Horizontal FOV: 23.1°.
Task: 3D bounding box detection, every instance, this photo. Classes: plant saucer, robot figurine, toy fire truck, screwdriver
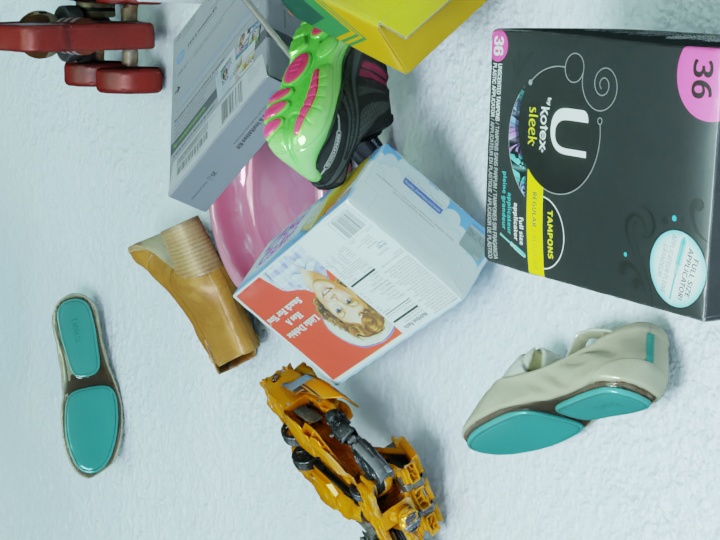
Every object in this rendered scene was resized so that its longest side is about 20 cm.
[{"bbox_3d":[-0.066,-0.071,1.509,0.200,0.051,0.202,10,102,56],"label":"plant saucer"},{"bbox_3d":[-0.005,0.152,1.406,0.200,0.058,0.145,33,150,51],"label":"robot figurine"},{"bbox_3d":[-0.292,-0.234,1.737,0.200,0.167,0.113,16,107,56],"label":"toy fire truck"},{"bbox_3d":[-0.034,-0.148,1.365,0.200,0.029,0.028,55,163,-25],"label":"screwdriver"}]

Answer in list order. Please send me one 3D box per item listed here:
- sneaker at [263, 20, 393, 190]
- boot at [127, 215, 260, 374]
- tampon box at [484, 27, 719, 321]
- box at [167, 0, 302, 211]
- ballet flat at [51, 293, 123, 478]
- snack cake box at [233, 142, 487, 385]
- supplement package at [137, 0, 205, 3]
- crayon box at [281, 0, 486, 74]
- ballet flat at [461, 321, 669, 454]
[{"bbox_3d":[-0.012,-0.141,1.331,0.076,0.200,0.084,-2,137,36],"label":"sneaker"},{"bbox_3d":[-0.154,0.028,1.652,0.145,0.071,0.201,67,164,-3],"label":"boot"},{"bbox_3d":[0.183,-0.065,1.043,0.200,0.126,0.151,16,108,56],"label":"tampon box"},{"bbox_3d":[-0.105,-0.171,1.475,0.156,0.041,0.201,-46,34,35],"label":"box"},{"bbox_3d":[-0.291,0.124,1.897,0.062,0.067,0.201,108,156,-80],"label":"ballet flat"},{"bbox_3d":[0.000,0.000,1.347,0.115,0.067,0.200,40,144,-10],"label":"snack cake box"},{"bbox_3d":[-0.186,-0.341,1.608,0.200,0.110,0.156,36,123,51],"label":"supplement package"},{"bbox_3d":[0.031,-0.216,1.269,0.200,0.127,0.051,36,165,51],"label":"crayon box"},{"bbox_3d":[0.139,0.078,1.202,0.200,0.069,0.070,-26,72,54],"label":"ballet flat"}]
